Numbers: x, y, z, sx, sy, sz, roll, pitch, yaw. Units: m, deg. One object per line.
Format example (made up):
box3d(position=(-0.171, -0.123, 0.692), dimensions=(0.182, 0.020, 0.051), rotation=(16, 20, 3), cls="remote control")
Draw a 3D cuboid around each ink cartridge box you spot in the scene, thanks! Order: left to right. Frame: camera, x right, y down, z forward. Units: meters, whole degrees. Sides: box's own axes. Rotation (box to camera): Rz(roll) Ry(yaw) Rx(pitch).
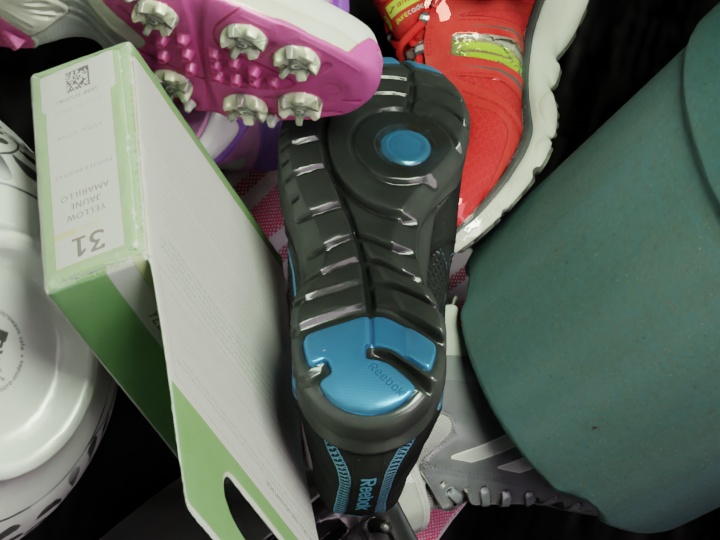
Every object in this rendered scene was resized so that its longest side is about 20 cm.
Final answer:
box3d(position=(-0.061, 0.039, 0.840), dimensions=(0.146, 0.048, 0.201), rotation=(58, 19, -50), cls="ink cartridge box")

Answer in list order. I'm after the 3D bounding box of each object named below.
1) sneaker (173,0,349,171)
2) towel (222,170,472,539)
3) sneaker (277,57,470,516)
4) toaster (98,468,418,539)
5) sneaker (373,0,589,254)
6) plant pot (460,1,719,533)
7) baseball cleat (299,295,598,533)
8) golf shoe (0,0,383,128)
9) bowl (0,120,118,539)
box3d(position=(-0.039, -0.127, 0.958), dimensions=(0.088, 0.080, 0.201), rotation=(19, 82, -47), cls="sneaker")
box3d(position=(0.001, 0.028, 1.024), dimensions=(0.146, 0.030, 0.200), rotation=(-49, 120, -28), cls="towel")
box3d(position=(0.000, 0.000, 0.905), dimensions=(0.082, 0.073, 0.201), rotation=(95, 2, -47), cls="sneaker")
box3d(position=(-0.047, 0.185, 0.934), dimensions=(0.181, 0.118, 0.201), rotation=(-42, 117, -31), cls="toaster")
box3d(position=(0.036, -0.086, 1.013), dimensions=(0.085, 0.077, 0.201), rotation=(37, 48, -24), cls="sneaker")
box3d(position=(0.156, -0.001, 0.955), dimensions=(0.200, 0.196, 0.201), rotation=(29, 41, -29), cls="plant pot")
box3d(position=(0.047, 0.083, 1.013), dimensions=(0.200, 0.070, 0.107), rotation=(34, 73, -25), cls="baseball cleat")
box3d(position=(-0.082, -0.117, 0.874), dimensions=(0.199, 0.075, 0.092), rotation=(18, 60, -1), cls="golf shoe")
box3d(position=(-0.155, 0.027, 0.854), dimensions=(0.200, 0.094, 0.202), rotation=(-1, 92, -39), cls="bowl")
